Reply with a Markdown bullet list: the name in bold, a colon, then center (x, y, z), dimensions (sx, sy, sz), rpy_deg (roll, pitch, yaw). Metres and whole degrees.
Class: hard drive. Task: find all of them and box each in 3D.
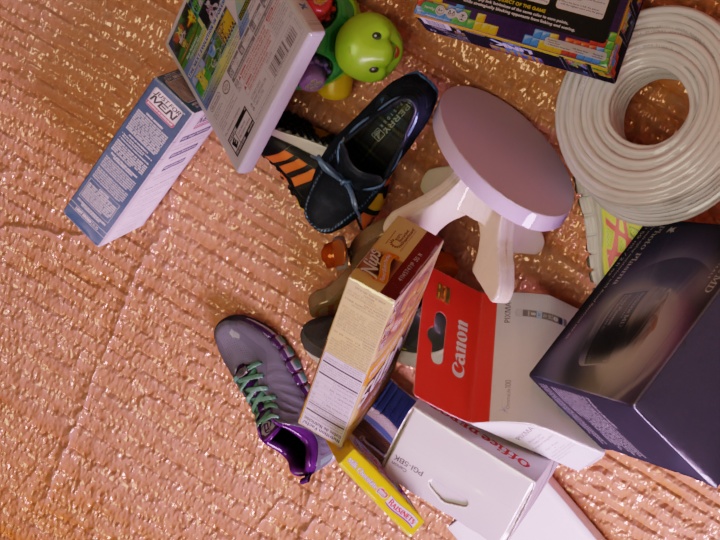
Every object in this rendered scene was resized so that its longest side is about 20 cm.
- **hard drive**: center (0.205, 0.315, 1.798), dimensions (0.132, 0.026, 0.200), rpy_deg (-41, 88, 28)

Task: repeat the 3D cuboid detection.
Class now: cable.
- **cable**: center (0.278, -0.145, 1.550), dimensions (0.198, 0.069, 0.202), rpy_deg (-9, 72, 28)

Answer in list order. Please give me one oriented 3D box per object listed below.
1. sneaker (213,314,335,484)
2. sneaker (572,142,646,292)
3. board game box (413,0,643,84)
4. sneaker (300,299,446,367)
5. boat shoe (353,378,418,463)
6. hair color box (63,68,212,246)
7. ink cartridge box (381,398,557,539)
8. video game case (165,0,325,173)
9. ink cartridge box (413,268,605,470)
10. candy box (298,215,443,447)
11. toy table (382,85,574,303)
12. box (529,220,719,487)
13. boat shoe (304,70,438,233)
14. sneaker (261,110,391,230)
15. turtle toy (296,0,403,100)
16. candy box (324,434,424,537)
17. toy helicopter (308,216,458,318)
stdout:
- **sneaker**: center (-0.098, 0.138, 1.833), dimensions (0.074, 0.087, 0.200), rpy_deg (-40, 89, 28)
- **sneaker**: center (0.268, -0.031, 1.631), dimensions (0.089, 0.078, 0.202), rpy_deg (-8, 103, 22)
- **board game box**: center (0.169, -0.283, 1.559), dimensions (0.198, 0.057, 0.167), rpy_deg (20, 85, 20)
- **sneaker**: center (0.018, 0.051, 1.725), dimensions (0.198, 0.075, 0.085), rpy_deg (-3, 130, 32)
- **boat shoe**: center (0.037, 0.175, 1.805), dimensions (0.200, 0.072, 0.072), rpy_deg (47, 137, -3)
- **hair color box**: center (-0.227, -0.125, 1.795), dimensions (0.060, 0.100, 0.200), rpy_deg (43, 117, 6)
- **ink cartridge box**: center (0.128, 0.168, 1.684), dimensions (0.146, 0.200, 0.083), rpy_deg (30, 116, 10)
- **video game case**: center (-0.119, -0.230, 1.656), dimensions (0.183, 0.022, 0.201), rpy_deg (59, 139, 25)
- **ink cartridge box**: center (0.150, 0.085, 1.628), dimensions (0.199, 0.161, 0.047), rpy_deg (26, 138, -21)
- **candy box**: center (0.009, 0.060, 1.604), dimensions (0.055, 0.116, 0.201), rpy_deg (28, 131, 11)
- **toy table**: center (0.121, -0.073, 1.635), dimensions (0.182, 0.201, 0.118), rpy_deg (12, 125, -21)
- **box**: center (0.289, 0.066, 1.506), dimensions (0.123, 0.198, 0.201), rpy_deg (43, 79, -19)
- **boat shoe**: center (-0.002, -0.115, 1.655), dimensions (0.084, 0.069, 0.201), rpy_deg (33, 118, 2)
- **sneaker**: center (-0.065, -0.107, 1.749), dimensions (0.198, 0.070, 0.091), rpy_deg (22, 111, 13)
- **turtle toy**: center (-0.047, -0.238, 1.681), dimensions (0.198, 0.101, 0.147), rpy_deg (12, 111, 19)
- **candy box**: center (0.009, 0.205, 1.690), dimensions (0.102, 0.200, 0.026), rpy_deg (44, 89, -8)
- **toy helicopter**: center (0.000, 0.000, 1.735), dimensions (0.200, 0.131, 0.080), rpy_deg (-41, 54, 45)
